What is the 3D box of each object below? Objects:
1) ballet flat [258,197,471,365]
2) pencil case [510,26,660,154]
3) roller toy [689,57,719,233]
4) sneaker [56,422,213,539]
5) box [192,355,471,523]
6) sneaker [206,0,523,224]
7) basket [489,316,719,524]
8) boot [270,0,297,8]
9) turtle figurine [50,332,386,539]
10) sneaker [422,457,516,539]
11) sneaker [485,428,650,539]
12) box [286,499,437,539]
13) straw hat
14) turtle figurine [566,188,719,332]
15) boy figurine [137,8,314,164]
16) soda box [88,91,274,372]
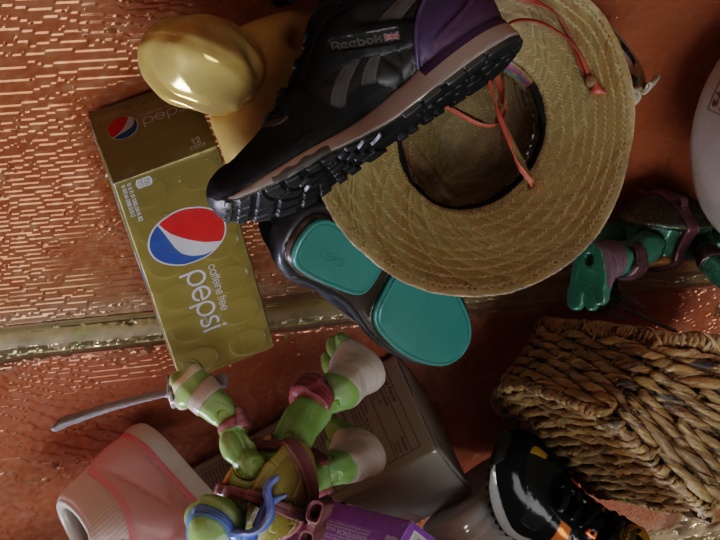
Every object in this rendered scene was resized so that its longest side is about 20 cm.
[{"bbox_3d":[0.000,0.000,1.495,0.073,0.073,0.200,-38,138,17],"label":"ballet flat"},{"bbox_3d":[0.089,-0.084,1.431,0.200,0.078,0.089,-40,103,19],"label":"pencil case"},{"bbox_3d":[0.313,-0.085,1.477,0.182,0.140,0.200,-29,124,-19],"label":"roller toy"},{"bbox_3d":[-0.124,0.201,1.535,0.105,0.200,0.075,-35,158,-32],"label":"sneaker"},{"bbox_3d":[-0.032,0.157,1.634,0.200,0.095,0.078,-28,142,7],"label":"box"},{"bbox_3d":[-0.014,-0.105,1.274,0.200,0.088,0.076,-34,170,-13],"label":"sneaker"},{"bbox_3d":[0.196,0.069,1.580,0.143,0.200,0.149,43,77,-15],"label":"basket"},{"bbox_3d":[-0.019,-0.224,1.232,0.138,0.078,0.200,-24,140,8],"label":"boot"},{"bbox_3d":[-0.082,0.118,1.457,0.200,0.144,0.194,-24,-176,44],"label":"turtle figurine"},{"bbox_3d":[0.113,0.187,1.682,0.075,0.089,0.200,-27,-175,33],"label":"sneaker"},{"bbox_3d":[0.161,0.180,1.614,0.090,0.070,0.200,-4,135,31],"label":"sneaker"},{"bbox_3d":[0.046,0.222,1.553,0.200,0.137,0.039,40,71,-33],"label":"box"},{"bbox_3d":[0.064,-0.080,1.351,0.200,0.202,0.085,-19,179,-7],"label":"straw hat"},{"bbox_3d":[0.202,-0.007,1.568,0.200,0.101,0.149,-1,177,-40],"label":"turtle figurine"},{"bbox_3d":[-0.050,-0.095,1.326,0.200,0.064,0.125,17,87,-49],"label":"boy figurine"},{"bbox_3d":[-0.109,-0.021,1.417,0.068,0.064,0.200,-20,141,-6],"label":"soda box"}]
